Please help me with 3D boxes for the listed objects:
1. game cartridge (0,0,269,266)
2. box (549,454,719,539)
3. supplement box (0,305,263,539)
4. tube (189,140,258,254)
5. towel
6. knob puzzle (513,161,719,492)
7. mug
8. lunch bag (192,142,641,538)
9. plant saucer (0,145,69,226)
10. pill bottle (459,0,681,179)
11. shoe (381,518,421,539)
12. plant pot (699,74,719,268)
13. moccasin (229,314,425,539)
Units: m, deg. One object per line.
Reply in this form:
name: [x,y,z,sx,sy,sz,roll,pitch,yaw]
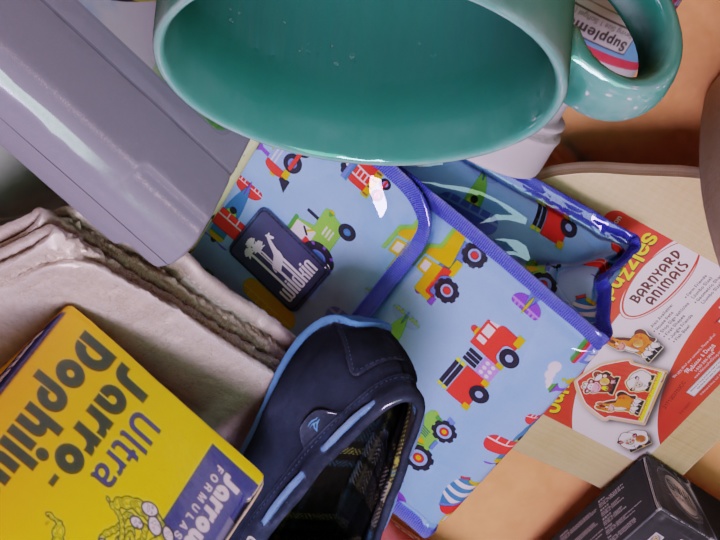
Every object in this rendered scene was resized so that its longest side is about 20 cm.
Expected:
game cartridge: [-0.084,-0.116,0.751,0.133,0.200,0.040,40,141,-23]
box: [0.145,0.210,1.017,0.160,0.044,0.200,32,116,-23]
supplement box: [-0.152,0.123,0.775,0.110,0.109,0.200,43,133,-10]
tube: [-0.109,0.002,0.841,0.052,0.058,0.200,26,128,-15]
towel: [-0.107,0.039,0.810,0.133,0.034,0.200,-21,142,28]
knob puzzle: [0.112,0.017,0.930,0.220,0.030,0.220,2,128,3]
mug: [0.015,-0.117,0.716,0.152,0.114,0.185,-14,152,39]
lunch bag: [0.000,0.000,0.868,0.200,0.094,0.151,34,125,-4]
plant saucer: [-0.146,-0.067,0.778,0.200,0.050,0.200,-29,136,-33]
pill bottle: [0.092,-0.144,0.808,0.109,0.109,0.200,23,111,-20]
shoe: [-0.014,0.118,0.942,0.200,0.071,0.091,25,115,-16]
plant pot: [0.265,-0.062,0.842,0.200,0.177,0.200,31,107,-22]
moccasin: [-0.028,0.116,0.797,0.080,0.068,0.200,1,119,-29]
